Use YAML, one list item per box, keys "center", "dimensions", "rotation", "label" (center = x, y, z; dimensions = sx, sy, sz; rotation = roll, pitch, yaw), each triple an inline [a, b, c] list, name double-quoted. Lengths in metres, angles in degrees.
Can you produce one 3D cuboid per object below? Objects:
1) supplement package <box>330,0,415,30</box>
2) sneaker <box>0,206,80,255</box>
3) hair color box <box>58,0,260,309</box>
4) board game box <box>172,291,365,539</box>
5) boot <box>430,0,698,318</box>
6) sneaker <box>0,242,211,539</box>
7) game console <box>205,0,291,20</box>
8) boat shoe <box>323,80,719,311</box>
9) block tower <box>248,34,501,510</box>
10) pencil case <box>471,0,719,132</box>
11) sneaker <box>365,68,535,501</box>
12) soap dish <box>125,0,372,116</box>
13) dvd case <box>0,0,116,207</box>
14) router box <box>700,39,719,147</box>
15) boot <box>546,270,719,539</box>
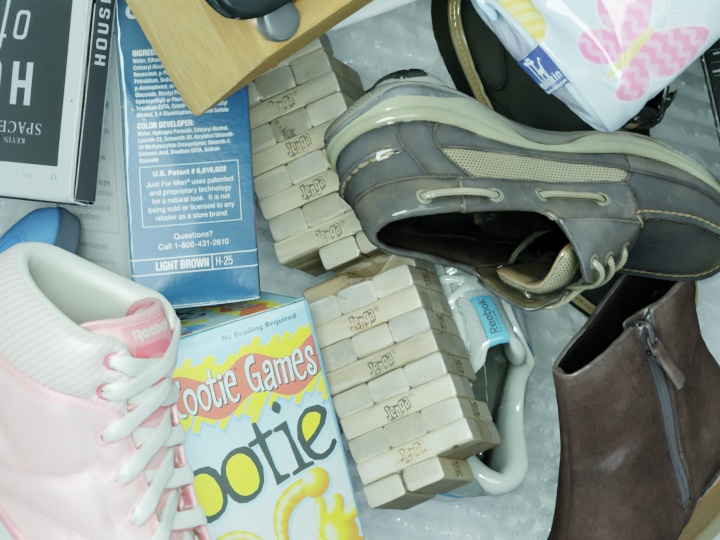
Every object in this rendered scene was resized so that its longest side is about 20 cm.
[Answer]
- center: [-0.014, -0.212, 1.138]
  dimensions: [0.121, 0.120, 0.201]
  rotation: [-21, 101, -22]
  label: "supplement package"
- center: [-0.188, 0.051, 1.106]
  dimensions: [0.078, 0.066, 0.201]
  rotation: [32, 84, -10]
  label: "sneaker"
- center: [-0.090, -0.087, 1.124]
  dimensions: [0.060, 0.100, 0.201]
  rotation: [-6, 96, -23]
  label: "hair color box"
- center: [-0.062, 0.119, 1.146]
  dimensions: [0.103, 0.105, 0.201]
  rotation: [-17, 99, -20]
  label: "board game box"
- center: [0.114, -0.050, 1.191]
  dimensions: [0.077, 0.138, 0.200]
  rotation: [-39, 107, -16]
  label: "boot"
- center: [-0.092, 0.076, 1.029]
  dimensions: [0.105, 0.075, 0.200]
  rotation: [-43, 86, 23]
  label: "sneaker"
- center: [-0.002, -0.210, 0.921]
  dimensions: [0.170, 0.118, 0.201]
  rotation: [-32, 105, -21]
  label: "game console"
- center: [0.074, -0.017, 1.120]
  dimensions: [0.199, 0.075, 0.074]
  rotation: [12, 55, -26]
  label: "boat shoe"
- center: [0.000, 0.000, 1.148]
  dimensions: [0.054, 0.058, 0.201]
  rotation: [-23, 78, 12]
  label: "block tower"
- center: [0.136, -0.147, 1.064]
  dimensions: [0.200, 0.083, 0.091]
  rotation: [-42, 92, 0]
  label: "pencil case"
- center: [0.046, 0.008, 1.195]
  dimensions: [0.075, 0.087, 0.201]
  rotation: [-14, 97, -20]
  label: "sneaker"
- center: [-0.017, -0.177, 1.026]
  dimensions: [0.200, 0.081, 0.158]
  rotation: [-35, 107, -20]
  label: "soap dish"
- center: [-0.162, -0.132, 1.076]
  dimensions: [0.025, 0.150, 0.201]
  rotation: [5, 91, -62]
  label: "dvd case"
- center: [0.207, -0.092, 1.206]
  dimensions: [0.062, 0.200, 0.151]
  rotation: [-11, 99, 22]
  label: "router box"
- center: [0.100, 0.103, 1.201]
  dimensions: [0.200, 0.072, 0.167]
  rotation: [-46, 137, -28]
  label: "boot"
